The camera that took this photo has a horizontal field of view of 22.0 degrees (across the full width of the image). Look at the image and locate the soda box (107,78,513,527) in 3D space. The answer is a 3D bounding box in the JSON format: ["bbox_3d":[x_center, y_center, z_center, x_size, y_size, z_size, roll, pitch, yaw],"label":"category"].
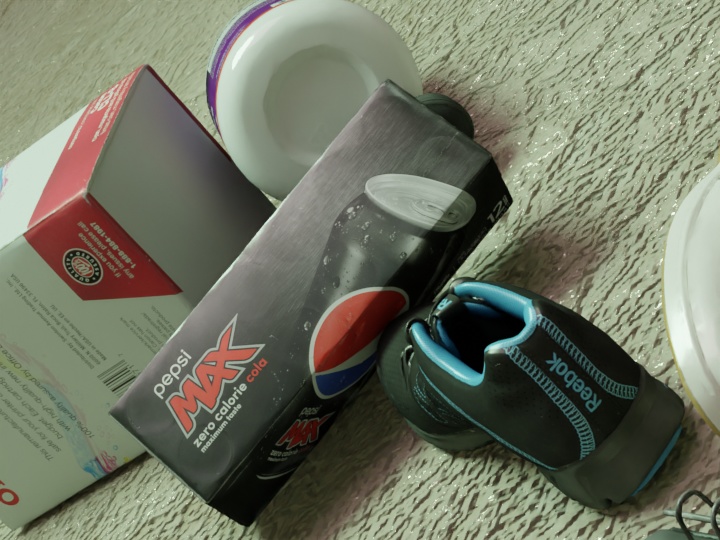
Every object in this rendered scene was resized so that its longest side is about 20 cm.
[{"bbox_3d":[-0.020,0.016,0.846,0.200,0.071,0.063,-51,-22,-4],"label":"soda box"}]

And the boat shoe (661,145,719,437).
[{"bbox_3d":[0.161,-0.019,0.660,0.069,0.071,0.201,-27,26,39],"label":"boat shoe"}]

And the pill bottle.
[{"bbox_3d":[-0.032,-0.103,1.066,0.112,0.113,0.200,-42,12,1],"label":"pill bottle"}]

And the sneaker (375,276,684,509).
[{"bbox_3d":[0.052,0.030,0.744,0.073,0.082,0.200,-51,21,-12],"label":"sneaker"}]

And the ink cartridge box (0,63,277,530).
[{"bbox_3d":[-0.160,0.017,1.042,0.199,0.145,0.145,-31,25,25],"label":"ink cartridge box"}]

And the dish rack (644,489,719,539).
[{"bbox_3d":[0.100,0.125,0.527,0.154,0.055,0.199,-51,23,-21],"label":"dish rack"}]

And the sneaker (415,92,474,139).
[{"bbox_3d":[-0.002,-0.002,0.930,0.200,0.060,0.104,-43,30,-5],"label":"sneaker"}]
